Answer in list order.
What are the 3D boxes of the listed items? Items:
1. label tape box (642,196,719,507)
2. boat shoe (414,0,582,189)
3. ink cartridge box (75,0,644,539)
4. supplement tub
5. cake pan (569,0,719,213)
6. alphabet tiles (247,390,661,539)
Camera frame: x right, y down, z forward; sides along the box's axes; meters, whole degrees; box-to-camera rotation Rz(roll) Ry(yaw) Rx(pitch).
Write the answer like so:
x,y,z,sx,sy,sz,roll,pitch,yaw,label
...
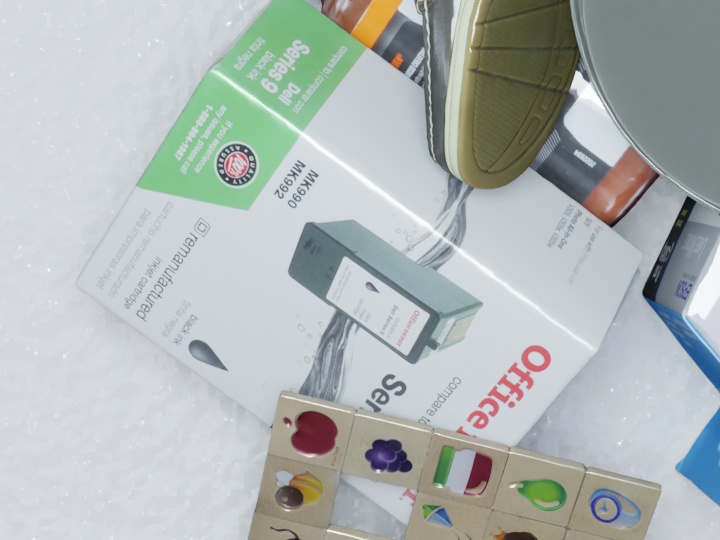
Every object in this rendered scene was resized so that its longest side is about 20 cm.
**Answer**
x,y,z,sx,sy,sz,roll,pitch,yaw,label
0.170,-0.004,0.996,0.066,0.143,0.201,27,93,-1,label tape box
0.051,-0.137,0.928,0.066,0.072,0.202,18,107,41,boat shoe
0.000,0.000,0.997,0.200,0.084,0.146,36,127,-1,ink cartridge box
0.057,-0.113,1.010,0.200,0.107,0.107,35,92,-2,supplement tub
0.171,-0.105,0.870,0.199,0.037,0.201,7,109,20,cake pan
0.027,0.150,1.020,0.166,0.008,0.201,14,126,0,alphabet tiles
